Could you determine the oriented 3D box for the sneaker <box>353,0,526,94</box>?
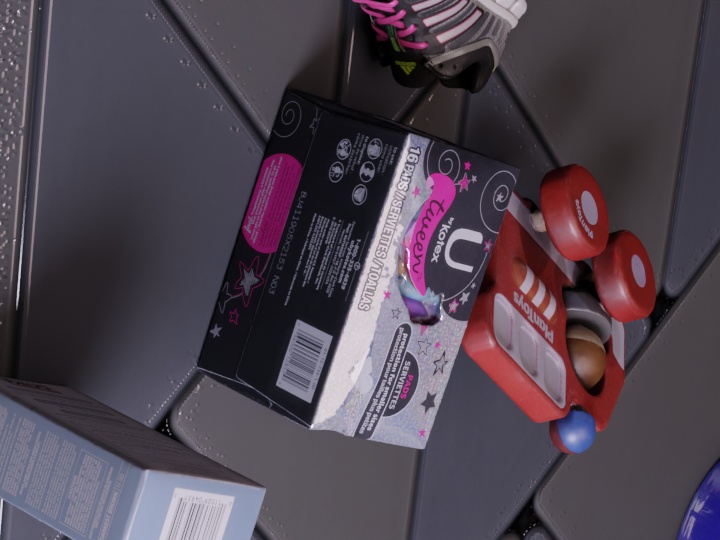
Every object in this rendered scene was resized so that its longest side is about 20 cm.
[{"bbox_3d":[0.035,-0.168,1.693,0.199,0.073,0.088,16,89,-51],"label":"sneaker"}]

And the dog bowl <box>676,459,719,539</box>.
[{"bbox_3d":[0.356,0.239,2.162,0.199,0.079,0.202,-19,119,-38],"label":"dog bowl"}]

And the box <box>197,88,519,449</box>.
[{"bbox_3d":[0.000,0.000,1.685,0.114,0.132,0.201,13,97,-44],"label":"box"}]

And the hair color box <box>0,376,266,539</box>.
[{"bbox_3d":[-0.161,0.120,1.529,0.099,0.199,0.061,14,96,-46],"label":"hair color box"}]

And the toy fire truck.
[{"bbox_3d":[0.129,0.035,1.787,0.200,0.111,0.169,47,38,-43],"label":"toy fire truck"}]
